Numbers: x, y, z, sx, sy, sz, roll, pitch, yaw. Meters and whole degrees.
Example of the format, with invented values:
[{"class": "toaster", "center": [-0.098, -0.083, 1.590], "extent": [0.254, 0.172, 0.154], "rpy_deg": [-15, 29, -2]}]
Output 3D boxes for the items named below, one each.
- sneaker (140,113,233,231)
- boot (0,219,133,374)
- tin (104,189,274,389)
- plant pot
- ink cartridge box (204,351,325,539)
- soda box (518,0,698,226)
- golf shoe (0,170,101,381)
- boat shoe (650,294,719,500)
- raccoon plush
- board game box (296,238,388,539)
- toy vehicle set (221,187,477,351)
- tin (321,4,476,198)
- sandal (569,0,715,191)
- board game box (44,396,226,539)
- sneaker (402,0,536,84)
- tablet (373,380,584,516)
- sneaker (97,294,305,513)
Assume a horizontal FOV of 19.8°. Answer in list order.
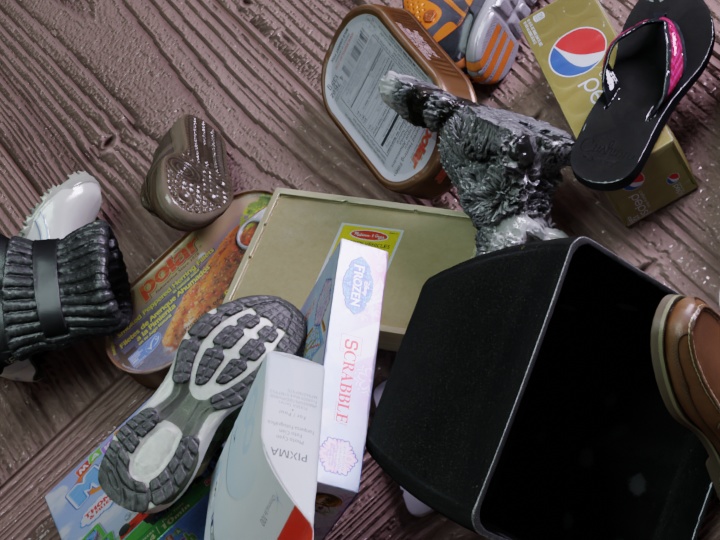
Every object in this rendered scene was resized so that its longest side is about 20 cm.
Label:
[{"class": "sneaker", "center": [-0.155, -0.065, 1.781], "extent": [0.076, 0.070, 0.200], "rpy_deg": [-54, 12, 20]}, {"class": "boot", "center": [-0.288, -0.020, 1.767], "extent": [0.157, 0.079, 0.213], "rpy_deg": [-24, 76, 12]}, {"class": "tin", "center": [-0.130, 0.016, 1.752], "extent": [0.200, 0.042, 0.112], "rpy_deg": [-42, 50, -1]}, {"class": "plant pot", "center": [0.120, 0.097, 1.413], "extent": [0.177, 0.199, 0.201], "rpy_deg": [9, 75, 52]}, {"class": "ink cartridge box", "center": [-0.073, 0.182, 1.397], "extent": [0.161, 0.047, 0.201], "rpy_deg": [117, 164, -48]}, {"class": "soda box", "center": [0.195, -0.133, 1.630], "extent": [0.067, 0.064, 0.201], "rpy_deg": [-29, 47, 9]}, {"class": "golf shoe", "center": [-0.270, 0.011, 1.837], "extent": [0.097, 0.078, 0.201], "rpy_deg": [24, 78, 24]}, {"class": "boat shoe", "center": [0.251, 0.087, 1.338], "extent": [0.068, 0.200, 0.072], "rpy_deg": [4, 53, 38]}, {"class": "raccoon plush", "center": [0.088, -0.060, 1.602], "extent": [0.199, 0.096, 0.135], "rpy_deg": [30, 109, 43]}, {"class": "board game box", "center": [-0.037, 0.113, 1.531], "extent": [0.200, 0.041, 0.201], "rpy_deg": [122, 159, -55]}, {"class": "toy vehicle set", "center": [0.000, 0.000, 1.651], "extent": [0.198, 0.027, 0.125], "rpy_deg": [9, 56, 25]}, {"class": "tin", "center": [0.029, -0.143, 1.725], "extent": [0.200, 0.042, 0.113], "rpy_deg": [54, 129, 43]}, {"class": "sandal", "center": [0.213, -0.148, 1.555], "extent": [0.075, 0.045, 0.201], "rpy_deg": [10, 57, 28]}, {"class": "board game box", "center": [-0.168, 0.177, 1.616], "extent": [0.151, 0.037, 0.200], "rpy_deg": [-43, 24, -1]}, {"class": "sneaker", "center": [0.100, -0.255, 1.772], "extent": [0.111, 0.078, 0.201], "rpy_deg": [13, 66, 37]}, {"class": "tablet", "center": [0.108, 0.093, 1.557], "extent": [0.199, 0.014, 0.131], "rpy_deg": [-29, 47, 13]}, {"class": "sneaker", "center": [-0.116, 0.101, 1.528], "extent": [0.077, 0.089, 0.200], "rpy_deg": [39, 74, 12]}]
